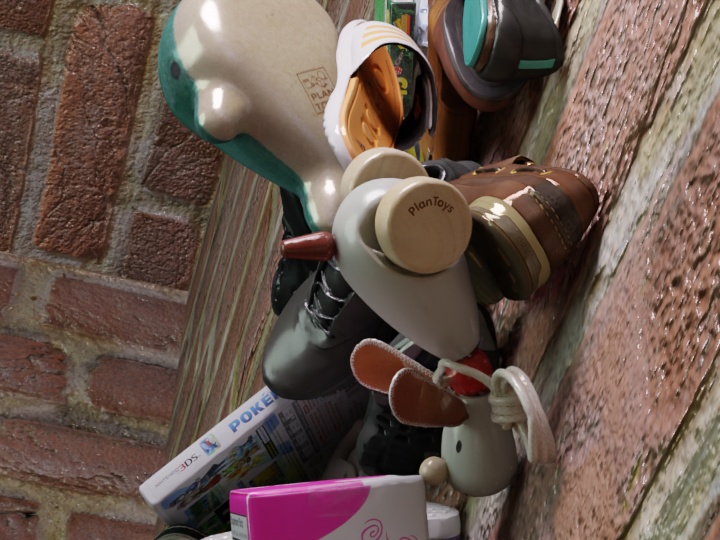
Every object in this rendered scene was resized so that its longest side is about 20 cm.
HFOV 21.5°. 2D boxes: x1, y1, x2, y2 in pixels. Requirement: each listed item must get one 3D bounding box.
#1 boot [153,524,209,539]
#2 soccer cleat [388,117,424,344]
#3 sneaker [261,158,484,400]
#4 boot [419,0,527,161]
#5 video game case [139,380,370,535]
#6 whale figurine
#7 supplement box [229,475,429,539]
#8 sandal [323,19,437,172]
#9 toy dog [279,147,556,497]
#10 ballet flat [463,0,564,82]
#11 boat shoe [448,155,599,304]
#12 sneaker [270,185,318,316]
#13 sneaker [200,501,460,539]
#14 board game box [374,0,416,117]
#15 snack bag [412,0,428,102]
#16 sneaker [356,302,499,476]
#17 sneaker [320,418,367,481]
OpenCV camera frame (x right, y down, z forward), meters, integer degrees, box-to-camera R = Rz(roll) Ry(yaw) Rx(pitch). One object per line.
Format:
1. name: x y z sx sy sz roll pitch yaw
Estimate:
1. boot: -0.070 0.216 1.351 0.073 0.204 0.154 -33 26 25
2. soccer cleat: 0.028 -0.026 1.314 0.084 0.064 0.202 139 124 -77
3. sneaker: 0.000 0.000 1.215 0.200 0.076 0.091 -50 -24 9
4. boot: 0.064 -0.111 1.304 0.189 0.068 0.201 -106 20 -46
5. video game case: -0.061 0.129 1.345 0.182 0.022 0.200 -38 -20 -8
6. whale figurine: -0.060 -0.103 1.281 0.159 0.201 0.104 -23 -12 -48
7. supplement box: -0.013 0.218 1.057 0.103 0.100 0.202 156 110 -79
8. sandal: 0.022 -0.110 1.236 0.079 0.059 0.207 60 -163 -23
9. toy dog: 0.020 0.034 1.018 0.132 0.096 0.201 134 116 -79
10. ballet flat: 0.090 -0.186 1.195 0.068 0.068 0.201 110 161 -45
11. boat shoe: 0.083 -0.026 1.074 0.067 0.072 0.200 -35 9 -8
12. sneaker: -0.037 0.000 1.376 0.076 0.087 0.201 -65 -42 -55
13. sneaker: -0.010 0.208 1.189 0.200 0.072 0.115 -17 83 39
14. board game box: 0.023 -0.120 1.467 0.105 0.023 0.202 -100 11 -69
15. snack bag: 0.050 -0.184 1.538 0.201 0.021 0.190 98 179 -52
16. sneaker: 0.038 0.062 1.195 0.200 0.075 0.080 116 166 -57
17. sneaker: -0.005 0.179 1.301 0.200 0.074 0.100 -94 18 -60
